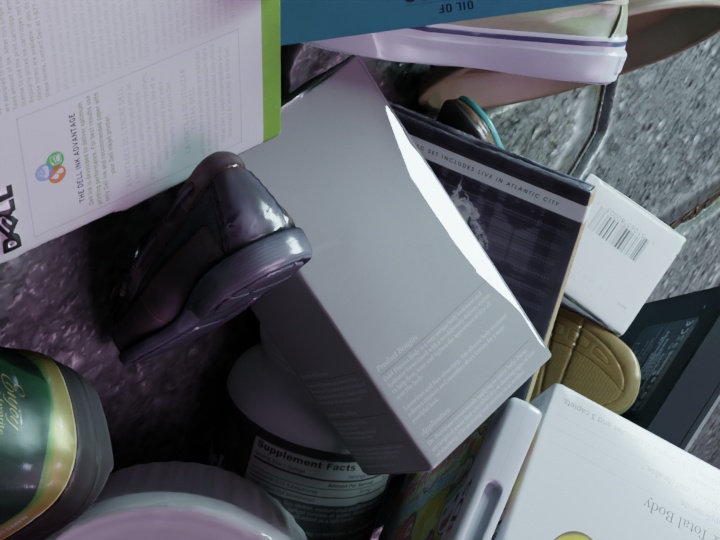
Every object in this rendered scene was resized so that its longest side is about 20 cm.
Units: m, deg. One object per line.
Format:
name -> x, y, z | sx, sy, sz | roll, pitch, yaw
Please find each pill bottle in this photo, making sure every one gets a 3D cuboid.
pill bottle -> -0.036, 0.113, 0.885 | 0.116, 0.116, 0.201 | -12, 126, -49

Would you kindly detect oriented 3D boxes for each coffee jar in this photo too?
coffee jar -> -0.203, 0.068, 0.613 | 0.104, 0.086, 0.200 | -31, 149, 20

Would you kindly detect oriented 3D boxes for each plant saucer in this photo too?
plant saucer -> 0.128, -0.139, 0.864 | 0.199, 0.199, 0.030 | -10, 83, -50

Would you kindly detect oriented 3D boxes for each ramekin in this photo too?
ramekin -> -0.108, 0.202, 0.803 | 0.094, 0.201, 0.204 | -98, -151, -71

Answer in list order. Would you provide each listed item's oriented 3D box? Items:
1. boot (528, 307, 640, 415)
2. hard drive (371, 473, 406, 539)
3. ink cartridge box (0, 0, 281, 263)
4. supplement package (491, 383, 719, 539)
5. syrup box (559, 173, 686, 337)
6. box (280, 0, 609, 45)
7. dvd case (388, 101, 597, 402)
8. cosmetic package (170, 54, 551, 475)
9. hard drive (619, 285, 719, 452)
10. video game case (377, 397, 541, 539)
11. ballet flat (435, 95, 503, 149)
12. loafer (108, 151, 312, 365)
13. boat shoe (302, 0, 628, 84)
boot -> 0.105, 0.082, 0.984 | 0.156, 0.198, 0.073 | 52, 48, -58
hard drive -> 0.010, 0.212, 1.038 | 0.199, 0.038, 0.140 | -25, 142, -7
ink cartridge box -> -0.132, -0.098, 0.609 | 0.199, 0.076, 0.149 | -28, 139, -31
supplement package -> 0.115, 0.204, 0.806 | 0.201, 0.151, 0.151 | -66, -173, -30
syrup box -> 0.151, 0.006, 1.005 | 0.082, 0.079, 0.200 | -54, 177, -9
box -> 0.050, -0.166, 0.683 | 0.198, 0.083, 0.049 | -7, 143, 5
dvd case -> 0.051, 0.010, 0.885 | 0.016, 0.148, 0.201 | -37, 146, -55
cosmetic package -> 0.000, 0.000, 0.765 | 0.107, 0.201, 0.090 | -37, -173, -27
hard drive -> 0.188, 0.079, 0.979 | 0.140, 0.033, 0.200 | -54, -171, -16
video game case -> 0.031, 0.172, 0.817 | 0.183, 0.023, 0.200 | -64, -176, -18
ballet flat -> 0.069, -0.040, 0.934 | 0.068, 0.068, 0.200 | -39, 153, -3
loafer -> -0.083, -0.004, 0.708 | 0.072, 0.063, 0.200 | -25, 177, -29
boat shoe -> 0.043, -0.140, 0.741 | 0.072, 0.198, 0.063 | -104, -159, -75
